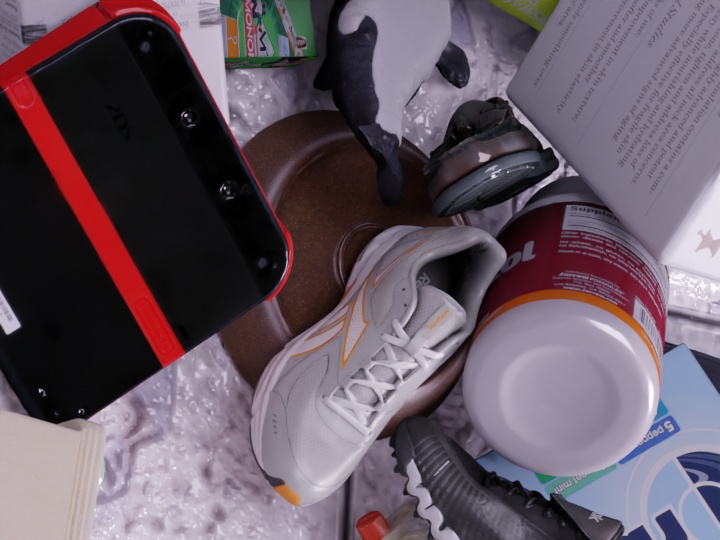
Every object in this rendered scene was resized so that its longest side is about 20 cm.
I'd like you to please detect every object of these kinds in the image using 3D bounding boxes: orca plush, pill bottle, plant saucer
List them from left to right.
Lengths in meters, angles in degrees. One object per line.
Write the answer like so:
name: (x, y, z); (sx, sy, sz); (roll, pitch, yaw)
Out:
plant saucer: (0.000, 0.000, 1.759); (0.200, 0.034, 0.201); (9, 74, -35)
orca plush: (0.007, -0.115, 1.762); (0.105, 0.071, 0.200); (27, 43, -34)
pill bottle: (0.124, 0.025, 1.753); (0.113, 0.113, 0.200); (50, 23, -17)

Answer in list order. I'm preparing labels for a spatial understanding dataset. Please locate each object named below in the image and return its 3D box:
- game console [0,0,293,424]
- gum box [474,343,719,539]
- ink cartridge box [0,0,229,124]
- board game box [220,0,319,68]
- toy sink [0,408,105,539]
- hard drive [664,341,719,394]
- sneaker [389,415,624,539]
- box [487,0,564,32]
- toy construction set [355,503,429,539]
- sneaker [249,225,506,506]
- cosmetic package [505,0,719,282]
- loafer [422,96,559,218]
game console: (-0.142, -0.031, 1.604); (0.177, 0.031, 0.200); (-33, 117, -9)
gum box: (0.176, 0.168, 1.770); (0.170, 0.045, 0.200); (-28, 76, -24)
ink cartridge box: (-0.140, -0.131, 1.626); (0.116, 0.067, 0.200); (-12, 110, -24)
board game box: (-0.099, -0.217, 1.734); (0.134, 0.029, 0.200); (-4, 83, -37)
toy sink: (-0.207, 0.129, 1.521); (0.200, 0.130, 0.112); (19, 69, -31)
hard drive: (0.219, 0.118, 1.886); (0.200, 0.042, 0.135); (21, 68, -31)
sneaker: (0.101, 0.152, 1.687); (0.200, 0.090, 0.066); (53, 12, 4)
box: (0.115, -0.214, 1.851); (0.200, 0.048, 0.122); (26, 60, -41)
toy construction set: (0.042, 0.235, 1.702); (0.131, 0.092, 0.200); (-34, 93, -11)
sneaker: (0.012, 0.045, 1.680); (0.076, 0.092, 0.200); (43, 59, -21)
cosmetic package: (0.228, -0.104, 1.784); (0.166, 0.200, 0.167); (17, 114, -38)
loafer: (0.068, -0.072, 1.758); (0.063, 0.072, 0.200); (61, 11, 4)
